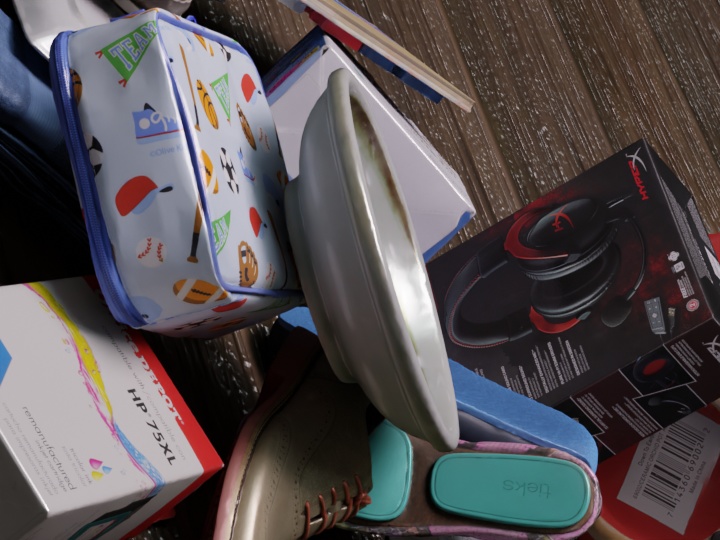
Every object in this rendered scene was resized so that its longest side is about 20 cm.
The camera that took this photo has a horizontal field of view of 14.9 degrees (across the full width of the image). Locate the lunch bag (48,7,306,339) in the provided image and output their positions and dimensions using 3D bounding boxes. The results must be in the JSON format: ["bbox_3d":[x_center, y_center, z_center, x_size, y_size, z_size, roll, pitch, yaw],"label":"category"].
[{"bbox_3d":[-0.088,-0.050,1.361,0.200,0.075,0.161,13,60,-78],"label":"lunch bag"}]

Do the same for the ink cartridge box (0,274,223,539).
[{"bbox_3d":[-0.143,0.069,1.283,0.116,0.067,0.200,57,24,11],"label":"ink cartridge box"}]

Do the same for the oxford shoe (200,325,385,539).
[{"bbox_3d":[-0.030,0.105,1.382,0.075,0.071,0.200,22,43,2],"label":"oxford shoe"}]

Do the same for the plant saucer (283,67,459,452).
[{"bbox_3d":[0.000,0.000,1.392,0.200,0.050,0.201,-16,90,-83],"label":"plant saucer"}]

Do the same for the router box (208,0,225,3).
[{"bbox_3d":[-0.131,-0.261,1.552,0.149,0.062,0.201,12,62,-10],"label":"router box"}]

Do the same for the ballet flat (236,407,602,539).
[{"bbox_3d":[0.030,0.117,1.487,0.199,0.071,0.069,9,69,-1],"label":"ballet flat"}]

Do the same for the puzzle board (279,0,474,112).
[{"bbox_3d":[-0.034,-0.168,1.699,0.200,0.017,0.151,32,6,-34],"label":"puzzle board"}]

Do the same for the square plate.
[{"bbox_3d":[-0.117,-0.099,1.542,0.200,0.028,0.198,42,7,-23],"label":"square plate"}]

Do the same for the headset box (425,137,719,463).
[{"bbox_3d":[0.119,0.038,1.639,0.075,0.200,0.149,43,24,-45],"label":"headset box"}]

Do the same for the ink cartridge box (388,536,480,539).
[{"bbox_3d":[0.075,0.221,1.500,0.099,0.039,0.200,33,29,-38],"label":"ink cartridge box"}]

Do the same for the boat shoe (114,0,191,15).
[{"bbox_3d":[-0.144,-0.233,1.605,0.072,0.059,0.201,6,52,-57],"label":"boat shoe"}]

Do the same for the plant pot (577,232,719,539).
[{"bbox_3d":[0.215,0.092,1.745,0.201,0.200,0.182,54,31,5],"label":"plant pot"}]

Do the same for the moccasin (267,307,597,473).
[{"bbox_3d":[0.032,0.087,1.543,0.199,0.068,0.080,27,22,13],"label":"moccasin"}]

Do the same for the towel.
[{"bbox_3d":[-0.176,-0.081,1.448,0.200,0.049,0.112,41,17,-28],"label":"towel"}]

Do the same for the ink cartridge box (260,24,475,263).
[{"bbox_3d":[-0.004,-0.074,1.681,0.137,0.076,0.200,48,7,-8],"label":"ink cartridge box"}]
